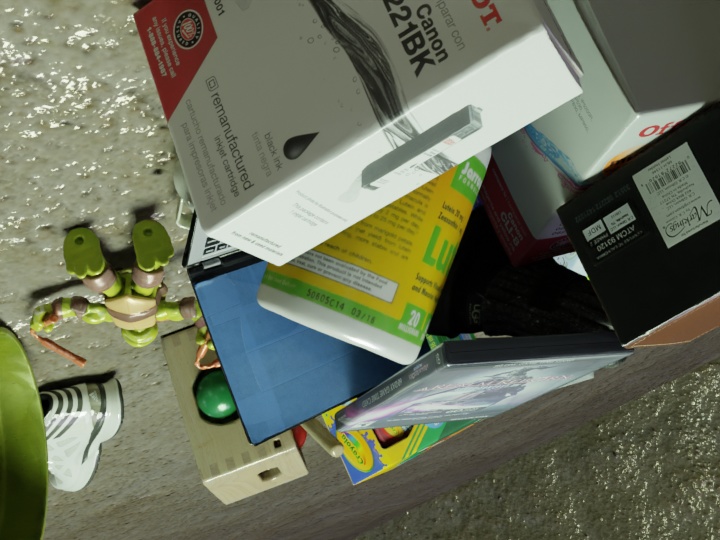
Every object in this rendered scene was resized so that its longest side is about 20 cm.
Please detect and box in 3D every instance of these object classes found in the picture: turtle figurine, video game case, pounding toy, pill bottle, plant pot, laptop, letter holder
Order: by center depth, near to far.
[{"bbox_3d":[0.253,-0.041,0.622,0.199,0.102,0.141,-35,157,30],"label":"letter holder"},{"bbox_3d":[0.018,-0.053,0.625,0.110,0.202,0.111,21,177,1],"label":"pill bottle"},{"bbox_3d":[-0.016,-0.013,0.691,0.186,0.116,0.201,-21,144,-39],"label":"laptop"},{"bbox_3d":[0.079,0.082,0.700,0.141,0.019,0.200,-2,161,-23],"label":"video game case"},{"bbox_3d":[-0.177,0.021,0.799,0.197,0.065,0.162,6,148,-2],"label":"turtle figurine"},{"bbox_3d":[-0.381,0.159,0.809,0.190,0.203,0.201,-7,159,-4],"label":"plant pot"},{"bbox_3d":[-0.108,0.146,1.027,0.140,0.186,0.200,-19,160,-6],"label":"pounding toy"}]

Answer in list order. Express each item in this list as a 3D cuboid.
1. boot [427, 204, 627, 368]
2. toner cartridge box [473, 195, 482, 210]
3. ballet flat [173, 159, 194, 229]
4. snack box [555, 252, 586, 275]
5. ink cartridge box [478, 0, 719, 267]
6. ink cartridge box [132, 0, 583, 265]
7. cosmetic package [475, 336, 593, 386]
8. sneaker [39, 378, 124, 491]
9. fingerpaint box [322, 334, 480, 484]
[{"bbox_3d":[0.152,0.010,0.794,0.156,0.081,0.211,5,-155,20],"label":"boot"},{"bbox_3d":[0.140,-0.080,0.914,0.199,0.044,0.095,-31,159,24],"label":"toner cartridge box"},{"bbox_3d":[-0.108,-0.034,0.763,0.069,0.070,0.201,-18,156,-9],"label":"ballet flat"},{"bbox_3d":[0.245,-0.014,0.972,0.140,0.053,0.201,-7,141,-27],"label":"snack box"},{"bbox_3d":[0.175,-0.122,0.691,0.143,0.146,0.200,-13,158,-20],"label":"ink cartridge box"},{"bbox_3d":[-0.004,-0.117,0.518,0.198,0.146,0.084,-29,159,17],"label":"ink cartridge box"},{"bbox_3d":[0.131,0.109,1.077,0.149,0.052,0.199,-13,-177,-35],"label":"cosmetic package"},{"bbox_3d":[-0.340,0.180,1.067,0.114,0.076,0.201,3,142,-32],"label":"sneaker"},{"bbox_3d":[0.025,0.083,0.968,0.166,0.202,0.073,-34,165,34],"label":"fingerpaint box"}]
